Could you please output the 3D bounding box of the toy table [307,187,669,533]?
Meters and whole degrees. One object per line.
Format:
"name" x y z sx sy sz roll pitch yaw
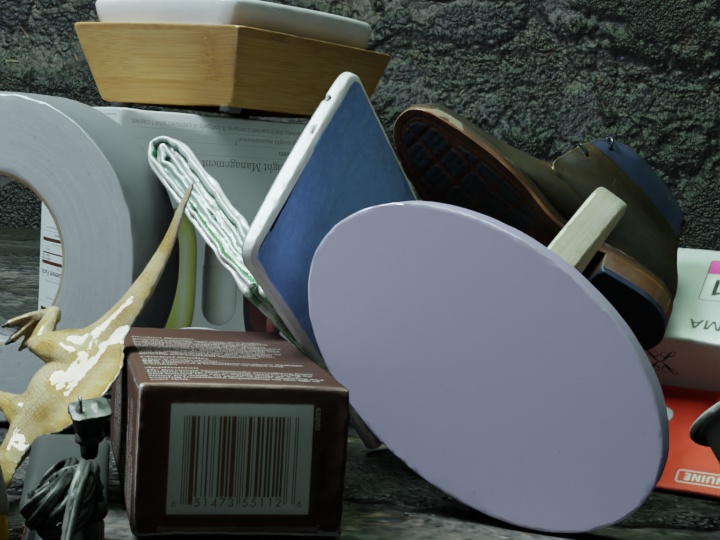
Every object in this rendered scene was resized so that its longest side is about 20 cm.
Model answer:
"toy table" 0.074 0.042 0.714 0.200 0.184 0.117 48 18 9

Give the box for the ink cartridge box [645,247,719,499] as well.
"ink cartridge box" 0.162 0.051 0.833 0.198 0.044 0.174 5 38 26

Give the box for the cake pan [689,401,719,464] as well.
"cake pan" 0.261 0.067 0.663 0.198 0.037 0.201 -13 -20 -5

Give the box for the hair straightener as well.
"hair straightener" -0.115 0.085 0.505 0.040 0.078 0.200 5 4 -5

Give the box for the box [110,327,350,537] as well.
"box" -0.075 0.077 0.702 0.099 0.076 0.200 3 6 -13

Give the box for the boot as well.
"boot" 0.111 -0.046 0.814 0.200 0.097 0.075 41 -41 -8

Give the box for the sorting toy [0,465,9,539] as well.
"sorting toy" -0.242 0.067 0.542 0.178 0.108 0.200 -15 28 -17

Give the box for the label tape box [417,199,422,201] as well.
"label tape box" 0.007 0.009 1.176 0.066 0.145 0.199 0 5 -44

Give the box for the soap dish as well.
"soap dish" -0.094 -0.158 1.041 0.156 0.082 0.199 7 5 33

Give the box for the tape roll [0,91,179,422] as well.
"tape roll" -0.215 -0.009 0.851 0.198 0.203 0.066 5 5 16

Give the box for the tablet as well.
"tablet" 0.000 0.000 0.783 0.014 0.131 0.201 11 -31 31

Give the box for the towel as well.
"towel" -0.053 0.006 0.876 0.149 0.031 0.200 51 0 35

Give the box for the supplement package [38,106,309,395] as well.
"supplement package" -0.133 -0.018 1.049 0.189 0.203 0.146 0 6 -34

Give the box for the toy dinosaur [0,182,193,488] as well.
"toy dinosaur" -0.144 0.050 0.688 0.058 0.201 0.101 47 -27 -25
